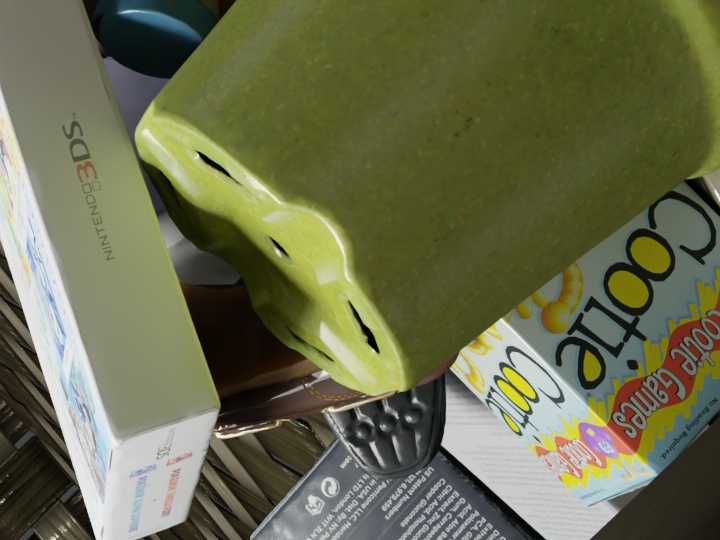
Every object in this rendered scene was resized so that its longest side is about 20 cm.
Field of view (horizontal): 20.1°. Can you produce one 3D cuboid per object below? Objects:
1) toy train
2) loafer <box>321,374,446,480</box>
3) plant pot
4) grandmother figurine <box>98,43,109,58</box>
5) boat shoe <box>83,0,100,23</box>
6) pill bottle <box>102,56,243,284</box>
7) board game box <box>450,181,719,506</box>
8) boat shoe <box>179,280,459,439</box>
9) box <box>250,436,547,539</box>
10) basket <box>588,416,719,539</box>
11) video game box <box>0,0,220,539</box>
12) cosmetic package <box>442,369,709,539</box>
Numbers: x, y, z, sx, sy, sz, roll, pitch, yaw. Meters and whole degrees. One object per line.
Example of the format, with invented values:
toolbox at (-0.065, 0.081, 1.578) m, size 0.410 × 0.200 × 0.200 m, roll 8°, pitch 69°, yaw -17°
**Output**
toy train at (-0.036, -0.096, 0.818) m, size 0.084 × 0.116 × 0.200 m, roll 2°, pitch 152°, yaw 26°
loafer at (0.000, 0.000, 0.953) m, size 0.070 × 0.068 × 0.201 m, roll 42°, pitch -148°, yaw -74°
plant pot at (0.029, -0.062, 0.716) m, size 0.200 × 0.184 × 0.201 m, roll 41°, pitch 164°, yaw 15°
grandmother figurine at (-0.132, -0.135, 1.120) m, size 0.121 × 0.061 × 0.200 m, roll 0°, pitch -145°, yaw -44°
boat shoe at (-0.167, -0.148, 0.850) m, size 0.199 × 0.073 × 0.063 m, roll 27°, pitch 157°, yaw 2°
pill bottle at (-0.099, -0.015, 0.991) m, size 0.119 × 0.120 × 0.200 m, roll 39°, pitch 164°, yaw 22°
board game box at (0.074, -0.010, 0.872) m, size 0.200 × 0.105 × 0.103 m, roll 45°, pitch 163°, yaw 1°
boat shoe at (-0.049, 0.040, 0.879) m, size 0.199 × 0.071 × 0.070 m, roll -9°, pitch 153°, yaw 40°
box at (0.067, 0.168, 1.168) m, size 0.200 × 0.118 × 0.197 m, roll 43°, pitch -169°, yaw 10°
basket at (0.164, 0.117, 0.781) m, size 0.136 × 0.200 × 0.180 m, roll 41°, pitch 162°, yaw 17°
video game box at (-0.110, -0.009, 0.785) m, size 0.182 × 0.047 × 0.201 m, roll 110°, pitch 141°, yaw -71°
cosmetic package at (0.106, 0.082, 1.013) m, size 0.200 × 0.071 × 0.101 m, roll 43°, pitch 159°, yaw -18°
